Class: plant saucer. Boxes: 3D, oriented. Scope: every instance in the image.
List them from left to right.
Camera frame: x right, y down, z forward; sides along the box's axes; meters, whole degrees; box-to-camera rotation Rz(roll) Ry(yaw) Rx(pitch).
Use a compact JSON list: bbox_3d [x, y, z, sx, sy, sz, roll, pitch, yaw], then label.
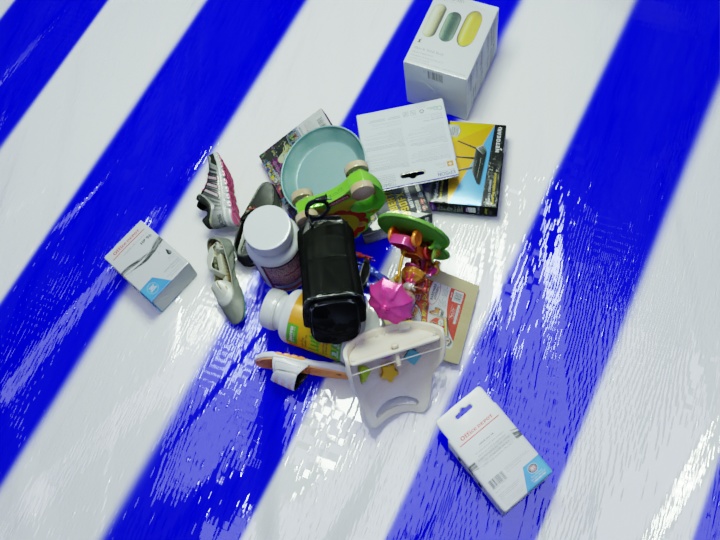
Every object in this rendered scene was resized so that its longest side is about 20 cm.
[{"bbox_3d":[-0.074,-0.207,1.659,0.197,0.036,0.203,-7,72,21],"label":"plant saucer"}]

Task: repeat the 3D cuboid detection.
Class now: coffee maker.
[{"bbox_3d":[-0.064,0.005,1.459,0.133,0.193,0.202,-23,43,12],"label":"coffee maker"}]

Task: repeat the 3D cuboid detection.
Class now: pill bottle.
[{"bbox_3d":[-0.169,-0.044,1.595,0.112,0.200,0.116,-2,67,6],"label":"pill bottle"},{"bbox_3d":[-0.097,0.104,1.573,0.198,0.111,0.112,18,71,14],"label":"pill bottle"}]

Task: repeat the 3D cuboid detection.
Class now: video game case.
[{"bbox_3d":[-0.110,-0.227,1.722,0.180,0.036,0.201,-35,63,10],"label":"video game case"}]

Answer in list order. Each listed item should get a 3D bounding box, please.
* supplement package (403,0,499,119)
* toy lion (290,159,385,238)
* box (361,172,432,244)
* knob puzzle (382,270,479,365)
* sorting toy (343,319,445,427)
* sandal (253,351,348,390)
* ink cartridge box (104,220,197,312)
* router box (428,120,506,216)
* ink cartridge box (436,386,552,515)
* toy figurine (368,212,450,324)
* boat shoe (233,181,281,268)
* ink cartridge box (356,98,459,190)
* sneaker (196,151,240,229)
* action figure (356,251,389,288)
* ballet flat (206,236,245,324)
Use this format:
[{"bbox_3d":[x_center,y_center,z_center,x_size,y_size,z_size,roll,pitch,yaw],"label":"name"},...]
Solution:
[{"bbox_3d":[0.204,-0.480,1.755,0.150,0.151,0.202,20,71,15],"label":"supplement package"},{"bbox_3d":[-0.037,-0.117,1.572,0.198,0.191,0.069,-26,62,16],"label":"toy lion"},{"bbox_3d":[0.053,-0.174,1.704,0.156,0.048,0.202,-17,66,-1],"label":"box"},{"bbox_3d":[0.124,0.081,1.587,0.216,0.031,0.223,3,69,-8],"label":"knob puzzle"},{"bbox_3d":[0.061,0.204,1.491,0.197,0.107,0.183,-15,108,-16],"label":"sorting toy"},{"bbox_3d":[-0.117,0.207,1.551,0.204,0.079,0.060,8,66,8],"label":"sandal"},{"bbox_3d":[-0.465,-0.022,1.694,0.199,0.068,0.116,38,76,20],"label":"ink cartridge box"},{"bbox_3d":[0.233,-0.221,1.698,0.147,0.051,0.203,5,69,11],"label":"router box"},{"bbox_3d":[0.242,0.331,1.453,0.115,0.068,0.201,-36,68,-9],"label":"ink cartridge box"},{"bbox_3d":[0.085,0.016,1.513,0.149,0.200,0.186,10,72,33],"label":"toy figurine"},{"bbox_3d":[-0.222,-0.107,1.704,0.073,0.063,0.204,9,67,14],"label":"boat shoe"},{"bbox_3d":[0.100,-0.260,1.684,0.197,0.041,0.203,-10,65,3],"label":"ink cartridge box"},{"bbox_3d":[-0.326,-0.173,1.737,0.086,0.074,0.202,-18,63,5],"label":"sneaker"},{"bbox_3d":[0.000,0.000,1.641,0.199,0.052,0.066,31,79,20],"label":"action figure"},{"bbox_3d":[-0.292,0.019,1.654,0.067,0.063,0.202,-31,60,32],"label":"ballet flat"}]
